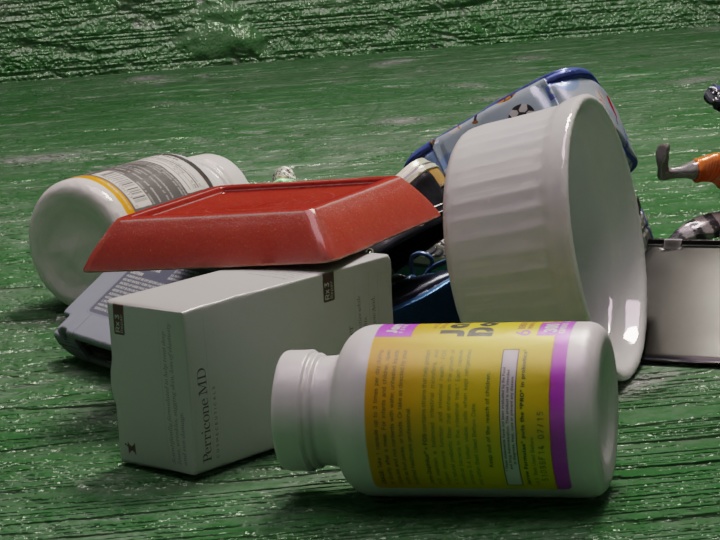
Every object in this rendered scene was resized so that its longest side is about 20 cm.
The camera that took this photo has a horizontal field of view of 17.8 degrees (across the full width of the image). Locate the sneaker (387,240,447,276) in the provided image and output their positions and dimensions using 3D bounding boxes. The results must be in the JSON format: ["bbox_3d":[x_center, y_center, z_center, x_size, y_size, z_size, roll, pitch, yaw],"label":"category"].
[{"bbox_3d":[-0.025,0.004,1.843,0.198,0.080,0.078,-7,22,4],"label":"sneaker"}]

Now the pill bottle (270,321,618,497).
[{"bbox_3d":[0.050,0.083,1.380,0.198,0.105,0.104,-1,12,14],"label":"pill bottle"}]

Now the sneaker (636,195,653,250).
[{"bbox_3d":[0.203,-0.022,1.958,0.086,0.075,0.200,-16,5,0],"label":"sneaker"}]

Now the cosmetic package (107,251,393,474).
[{"bbox_3d":[-0.069,0.056,1.537,0.081,0.114,0.199,6,17,41],"label":"cosmetic package"}]

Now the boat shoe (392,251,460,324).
[{"bbox_3d":[0.037,0.025,1.708,0.199,0.085,0.068,-10,24,-36],"label":"boat shoe"}]

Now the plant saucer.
[{"bbox_3d":[-0.069,-0.036,1.648,0.198,0.037,0.200,-2,9,25],"label":"plant saucer"}]

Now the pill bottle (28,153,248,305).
[{"bbox_3d":[-0.187,-0.040,2.022,0.116,0.117,0.199,4,13,33],"label":"pill bottle"}]

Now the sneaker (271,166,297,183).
[{"bbox_3d":[-0.065,-0.047,1.937,0.076,0.089,0.200,-27,-18,10],"label":"sneaker"}]

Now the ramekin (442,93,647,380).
[{"bbox_3d":[0.131,-0.018,1.627,0.097,0.202,0.200,-7,10,21],"label":"ramekin"}]

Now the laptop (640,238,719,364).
[{"bbox_3d":[0.305,0.040,1.733,0.186,0.117,0.200,2,-15,26],"label":"laptop"}]

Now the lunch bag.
[{"bbox_3d":[0.136,-0.088,2.002,0.199,0.076,0.160,-27,-23,11],"label":"lunch bag"}]

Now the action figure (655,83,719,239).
[{"bbox_3d":[0.349,-0.082,2.081,0.192,0.105,0.200,-6,36,-35],"label":"action figure"}]

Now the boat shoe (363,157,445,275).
[{"bbox_3d":[0.000,0.000,1.754,0.200,0.062,0.075,-43,-12,-11],"label":"boat shoe"}]

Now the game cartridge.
[{"bbox_3d":[-0.138,0.024,1.746,0.133,0.042,0.199,-42,29,-23],"label":"game cartridge"}]
